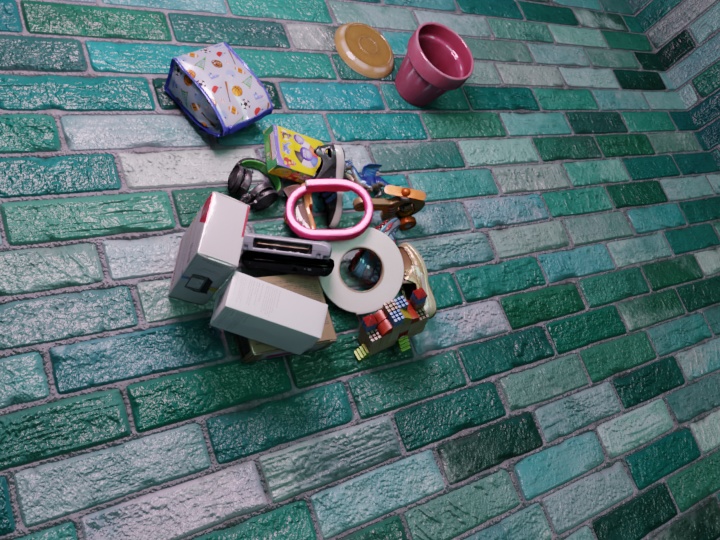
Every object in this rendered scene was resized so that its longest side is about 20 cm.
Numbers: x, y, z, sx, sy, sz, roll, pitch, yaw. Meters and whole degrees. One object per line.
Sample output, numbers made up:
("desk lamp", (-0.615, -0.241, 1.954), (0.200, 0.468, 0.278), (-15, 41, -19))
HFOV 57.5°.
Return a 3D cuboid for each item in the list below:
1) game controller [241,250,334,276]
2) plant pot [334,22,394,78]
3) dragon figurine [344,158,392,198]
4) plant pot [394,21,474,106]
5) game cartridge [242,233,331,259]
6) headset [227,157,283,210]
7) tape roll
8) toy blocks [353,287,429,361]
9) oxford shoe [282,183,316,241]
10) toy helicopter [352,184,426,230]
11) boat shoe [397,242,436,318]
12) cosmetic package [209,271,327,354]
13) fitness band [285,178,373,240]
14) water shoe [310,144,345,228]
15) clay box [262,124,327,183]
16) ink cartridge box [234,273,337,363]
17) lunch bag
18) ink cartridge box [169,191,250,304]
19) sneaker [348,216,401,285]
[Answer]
("game controller", (-0.156, -0.021, 1.424), (0.199, 0.042, 0.104), (6, 19, -4))
("plant pot", (0.018, -0.654, 1.925), (0.200, 0.027, 0.201), (13, 60, -24))
("dragon figurine", (0.027, -0.240, 1.695), (0.200, 0.059, 0.100), (-8, 71, -32))
("plant pot", (0.197, -0.580, 1.897), (0.200, 0.179, 0.201), (14, 60, -25))
("game cartridge", (-0.162, -0.053, 1.419), (0.199, 0.133, 0.042), (7, 98, -2))
("headset", (-0.242, -0.193, 1.488), (0.123, 0.094, 0.200), (35, 42, -11))
("tape roll", (0.000, 0.000, 1.510), (0.202, 0.037, 0.203), (1, 85, -5))
("toy blocks", (0.077, 0.113, 1.467), (0.200, 0.137, 0.100), (-22, 62, -20))
("oxford shoe", (-0.143, -0.108, 1.534), (0.073, 0.071, 0.201), (-7, 67, -7))
("toy helicopter", (0.075, -0.168, 1.641), (0.200, 0.132, 0.079), (-1, 64, -30))
("boat shoe", (0.124, 0.026, 1.608), (0.066, 0.074, 0.200), (-8, 70, -39))
("cosmetic package", (-0.178, 0.087, 1.279), (0.200, 0.113, 0.081), (21, 58, -21))
("fitness band", (-0.071, -0.138, 1.491), (0.199, 0.037, 0.144), (-1, 70, -4))
("water shoe", (-0.083, -0.201, 1.567), (0.079, 0.072, 0.201), (0, 105, -13))
("clay box", (-0.139, -0.271, 1.597), (0.200, 0.048, 0.115), (10, 61, -41))
("ink cartridge box", (-0.169, 0.097, 1.394), (0.200, 0.075, 0.165), (-6, 70, -34))
("lunch bag", (-0.326, -0.410, 1.534), (0.200, 0.124, 0.170), (45, 51, 7))
("ink cartridge box", (-0.303, -0.040, 1.305), (0.085, 0.200, 0.148), (19, 58, -23))
("sneaker", (0.051, -0.044, 1.608), (0.096, 0.079, 0.200), (42, 61, -12))
